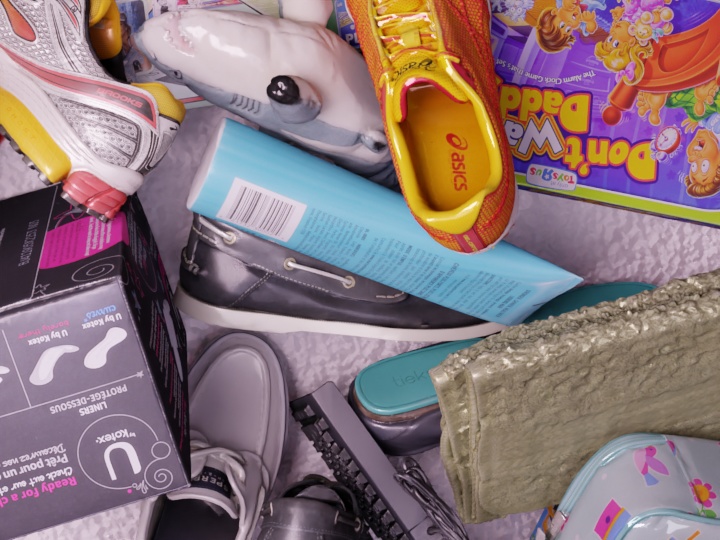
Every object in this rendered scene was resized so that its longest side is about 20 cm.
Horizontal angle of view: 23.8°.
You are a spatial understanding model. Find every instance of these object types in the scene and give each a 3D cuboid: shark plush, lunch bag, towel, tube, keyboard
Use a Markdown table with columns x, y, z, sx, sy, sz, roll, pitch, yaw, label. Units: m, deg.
| x | y | z | sx | sy | sz | roll | pitch | yaw | label |
| --- | --- | --- | --- | --- | --- | --- | --- | --- | --- |
| -0.026 | -0.088 | 0.903 | 0.083 | 0.091 | 0.200 | -19 | 153 | 29 | shark plush |
| 0.189 | 0.175 | 0.965 | 0.199 | 0.077 | 0.161 | 9 | 125 | -23 | lunch bag |
| 0.138 | 0.067 | 0.934 | 0.199 | 0.037 | 0.149 | -16 | 138 | -6 | towel |
| 0.010 | -0.018 | 0.884 | 0.200 | 0.077 | 0.051 | 23 | 68 | -12 | tube |
| 0.031 | 0.148 | 0.947 | 0.021 | 0.127 | 0.200 | -36 | 91 | -22 | keyboard |

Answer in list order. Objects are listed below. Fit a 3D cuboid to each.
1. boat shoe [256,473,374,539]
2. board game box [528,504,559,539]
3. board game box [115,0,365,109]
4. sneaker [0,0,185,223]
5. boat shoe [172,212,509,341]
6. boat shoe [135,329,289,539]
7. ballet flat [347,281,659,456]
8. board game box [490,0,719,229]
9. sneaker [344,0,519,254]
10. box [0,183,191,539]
| x | y | z | sx | sy | sz | roll | pitch | yaw | label |
| --- | --- | --- | --- | --- | --- | --- | --- | --- | --- |
| -0.022 | 0.142 | 0.932 | 0.068 | 0.200 | 0.057 | 9 | 90 | 3 | boat shoe |
| 0.166 | 0.209 | 1.056 | 0.151 | 0.037 | 0.200 | 20 | 105 | -15 | board game box |
| -0.073 | -0.157 | 0.901 | 0.199 | 0.029 | 0.135 | -9 | 111 | -4 | board game box |
| -0.161 | -0.117 | 0.849 | 0.082 | 0.078 | 0.200 | -43 | 75 | 1 | sneaker |
| 0.000 | 0.000 | 0.937 | 0.199 | 0.072 | 0.068 | 6 | 103 | -17 | boat shoe |
| -0.086 | 0.122 | 0.930 | 0.072 | 0.066 | 0.200 | 22 | 71 | -3 | boat shoe |
| 0.089 | 0.061 | 0.984 | 0.199 | 0.073 | 0.073 | -17 | 111 | -8 | ballet flat |
| 0.142 | -0.101 | 0.919 | 0.199 | 0.045 | 0.135 | 10 | 91 | -11 | board game box |
| 0.035 | -0.108 | 0.838 | 0.073 | 0.077 | 0.201 | -21 | 73 | 8 | sneaker |
| -0.163 | 0.040 | 0.867 | 0.132 | 0.200 | 0.115 | -17 | 110 | -1 | box |
